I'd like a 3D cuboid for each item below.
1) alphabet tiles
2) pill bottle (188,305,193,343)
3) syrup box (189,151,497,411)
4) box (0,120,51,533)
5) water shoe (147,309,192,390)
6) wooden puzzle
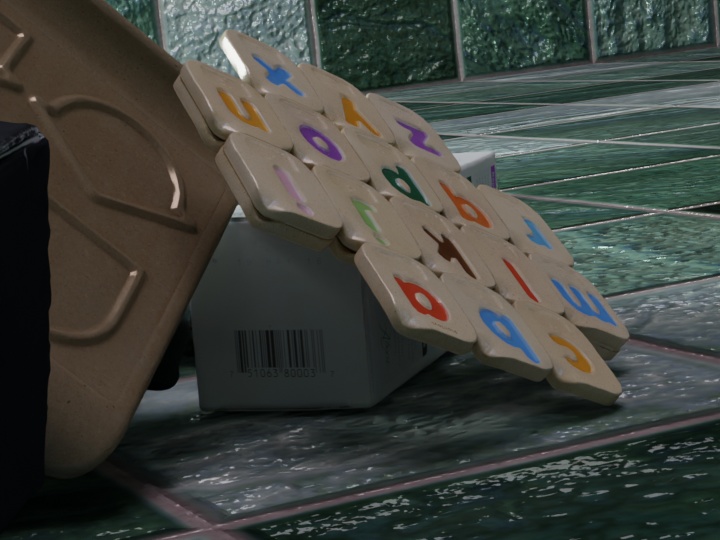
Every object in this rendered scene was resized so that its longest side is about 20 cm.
[{"bbox_3d":[0.018,-0.021,0.763,0.199,0.015,0.196,21,25,-40],"label":"alphabet tiles"},{"bbox_3d":[-0.113,-0.021,0.987,0.199,0.114,0.112,2,11,42],"label":"pill bottle"},{"bbox_3d":[0.000,0.000,0.864,0.078,0.082,0.200,-2,9,20],"label":"syrup box"},{"bbox_3d":[-0.205,0.029,0.521,0.198,0.125,0.197,5,17,8],"label":"box"},{"bbox_3d":[-0.153,0.038,0.838,0.199,0.072,0.079,-8,-29,46],"label":"water shoe"},{"bbox_3d":[-0.140,-0.038,0.708,0.046,0.185,0.201,-42,15,37],"label":"wooden puzzle"}]
